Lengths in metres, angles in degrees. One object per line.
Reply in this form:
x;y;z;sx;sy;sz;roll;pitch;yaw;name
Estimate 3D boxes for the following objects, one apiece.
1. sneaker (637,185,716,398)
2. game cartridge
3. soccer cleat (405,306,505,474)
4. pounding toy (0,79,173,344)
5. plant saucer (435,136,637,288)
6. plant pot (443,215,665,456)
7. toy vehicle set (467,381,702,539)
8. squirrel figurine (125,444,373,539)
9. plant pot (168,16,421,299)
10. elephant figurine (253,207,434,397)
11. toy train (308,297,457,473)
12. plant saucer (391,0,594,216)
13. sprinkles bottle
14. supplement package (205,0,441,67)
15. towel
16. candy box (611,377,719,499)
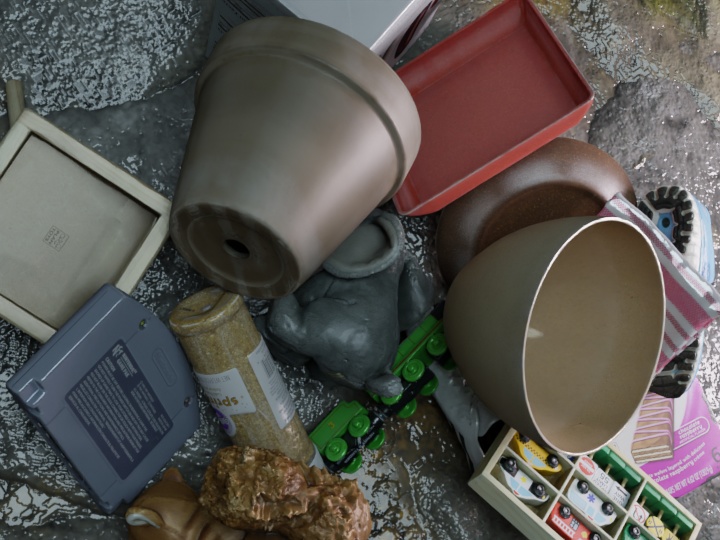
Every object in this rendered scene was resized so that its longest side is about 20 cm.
0.310;0.022;1.233;0.090;0.078;0.201;6;90;-47;sneaker
-0.203;0.105;1.079;0.041;0.200;0.133;32;65;33;game cartridge
0.106;0.121;1.210;0.069;0.085;0.200;-23;86;-19;soccer cleat
-0.273;-0.049;1.125;0.200;0.142;0.184;33;83;-8;pounding toy
0.172;-0.028;1.222;0.200;0.037;0.201;-5;120;-8;plant saucer
0.151;0.045;1.115;0.200;0.134;0.201;-12;107;-43;plant pot
0.201;0.207;1.148;0.200;0.027;0.124;41;50;-2;toy vehicle set
-0.099;0.218;1.087;0.186;0.142;0.200;31;115;9;squirrel figurine
-0.071;-0.078;1.073;0.200;0.200;0.174;31;56;-8;plant pot
0.000;0.000;1.175;0.155;0.142;0.200;33;74;-5;elephant figurine
0.033;0.102;1.185;0.200;0.056;0.042;-46;135;-2;toy train
0.104;-0.149;1.204;0.199;0.200;0.037;-32;130;11;plant saucer
-0.095;0.110;1.121;0.068;0.068;0.200;-32;116;-20;sprinkles bottle
-0.021;-0.254;1.187;0.147;0.200;0.191;40;71;1;supplement package
0.217;0.048;1.189;0.146;0.030;0.200;46;108;8;towel
0.262;0.129;1.266;0.136;0.061;0.200;-23;85;-21;candy box
